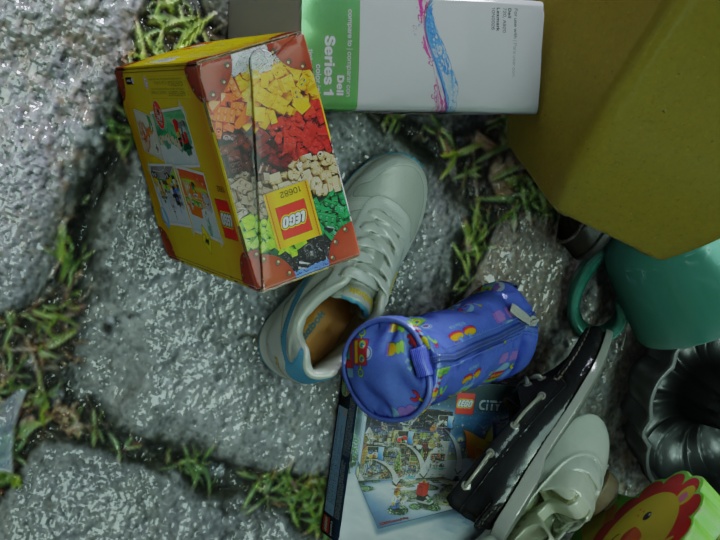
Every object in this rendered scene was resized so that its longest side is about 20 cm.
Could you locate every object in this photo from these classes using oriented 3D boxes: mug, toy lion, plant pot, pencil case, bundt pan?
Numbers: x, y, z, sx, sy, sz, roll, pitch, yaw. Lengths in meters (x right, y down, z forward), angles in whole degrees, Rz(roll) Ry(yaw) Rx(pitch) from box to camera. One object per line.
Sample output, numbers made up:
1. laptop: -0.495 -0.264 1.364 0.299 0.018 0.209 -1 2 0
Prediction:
1. mug: 0.268 -0.014 1.143 0.184 0.152 0.115 -32 105 -18
2. toy lion: 0.205 0.245 1.114 0.069 0.192 0.200 45 80 -9
3. plant pot: 0.218 -0.131 1.008 0.192 0.196 0.201 22 114 -27
4. pencil case: 0.070 0.060 1.051 0.199 0.086 0.079 -14 83 -56
5. bundt pan: 0.317 0.115 1.214 0.199 0.076 0.205 -7 110 -20

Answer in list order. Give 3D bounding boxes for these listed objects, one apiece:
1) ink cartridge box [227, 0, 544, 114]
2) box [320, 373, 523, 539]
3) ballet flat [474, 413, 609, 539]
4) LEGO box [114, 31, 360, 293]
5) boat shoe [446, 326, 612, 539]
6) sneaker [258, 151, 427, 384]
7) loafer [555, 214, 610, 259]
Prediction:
1. ink cartridge box: 0.017 -0.159 1.006 0.197 0.144 0.085 -2 98 -26
2. box: 0.071 0.157 1.131 0.197 0.038 0.139 7 94 -27
3. ballet flat: 0.153 0.206 1.120 0.200 0.069 0.070 -46 113 -14
4. LEGO box: -0.090 -0.078 0.933 0.076 0.199 0.151 -20 105 -21
5. boat shoe: 0.140 0.122 1.105 0.060 0.074 0.201 29 73 12
6. sneaker: 0.000 0.000 1.054 0.076 0.081 0.202 33 81 -24
7. loafer: 0.189 -0.111 1.146 0.070 0.073 0.203 12 86 -17
